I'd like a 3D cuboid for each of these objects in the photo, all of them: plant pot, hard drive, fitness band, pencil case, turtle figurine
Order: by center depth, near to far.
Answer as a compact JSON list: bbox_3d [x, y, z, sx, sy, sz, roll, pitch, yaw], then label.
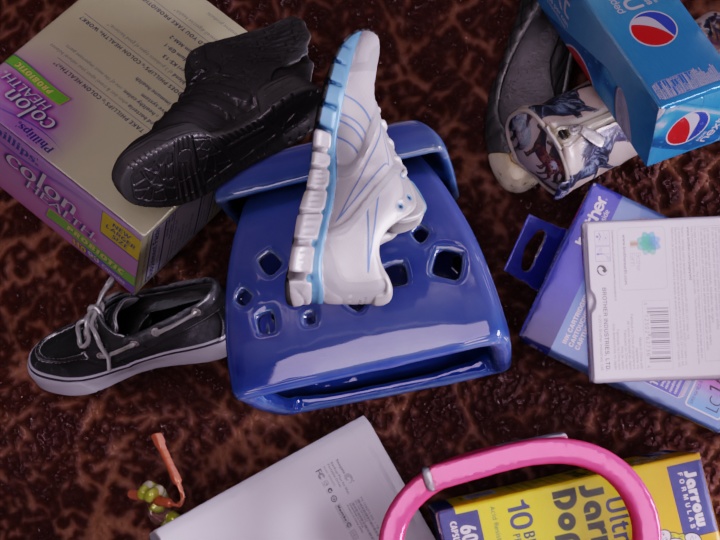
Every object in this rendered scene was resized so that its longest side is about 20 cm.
[{"bbox_3d":[0.111,0.194,0.991,0.199,0.037,0.144,-14,84,0],"label":"fitness band"},{"bbox_3d":[0.000,0.000,1.067,0.199,0.200,0.181,-12,78,6],"label":"plant pot"},{"bbox_3d":[-0.045,0.212,1.081,0.200,0.026,0.132,-26,82,-31],"label":"hard drive"},{"bbox_3d":[0.215,-0.129,1.086,0.200,0.089,0.078,-27,101,-11],"label":"pencil case"},{"bbox_3d":[-0.160,0.233,1.124,0.161,0.064,0.200,-25,101,13],"label":"turtle figurine"}]

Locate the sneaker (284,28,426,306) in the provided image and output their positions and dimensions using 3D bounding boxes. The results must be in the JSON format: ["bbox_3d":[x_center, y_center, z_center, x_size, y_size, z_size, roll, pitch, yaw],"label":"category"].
[{"bbox_3d":[0.004,-0.066,0.961,0.086,0.075,0.201,9,76,-2],"label":"sneaker"}]

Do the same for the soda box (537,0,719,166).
[{"bbox_3d":[0.191,-0.176,1.026,0.064,0.068,0.200,-19,58,-10],"label":"soda box"}]

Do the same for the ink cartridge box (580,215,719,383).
[{"bbox_3d":[0.265,0.020,1.037,0.199,0.042,0.120,-3,84,8],"label":"ink cartridge box"}]

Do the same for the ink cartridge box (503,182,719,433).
[{"bbox_3d":[0.212,0.023,1.100,0.199,0.076,0.137,25,88,9],"label":"ink cartridge box"}]

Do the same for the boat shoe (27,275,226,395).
[{"bbox_3d":[-0.188,0.047,1.116,0.199,0.068,0.074,-8,48,25],"label":"boat shoe"}]

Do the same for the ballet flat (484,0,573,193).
[{"bbox_3d":[0.139,-0.161,1.131,0.066,0.057,0.201,12,87,8],"label":"ballet flat"}]

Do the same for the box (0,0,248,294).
[{"bbox_3d":[-0.174,-0.118,1.101,0.176,0.097,0.200,37,60,8],"label":"box"}]

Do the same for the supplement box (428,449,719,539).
[{"bbox_3d":[0.161,0.209,1.062,0.199,0.110,0.109,-13,84,-2],"label":"supplement box"}]

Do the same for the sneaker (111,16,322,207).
[{"bbox_3d":[-0.105,-0.119,1.024,0.199,0.060,0.104,-27,48,-22],"label":"sneaker"}]
